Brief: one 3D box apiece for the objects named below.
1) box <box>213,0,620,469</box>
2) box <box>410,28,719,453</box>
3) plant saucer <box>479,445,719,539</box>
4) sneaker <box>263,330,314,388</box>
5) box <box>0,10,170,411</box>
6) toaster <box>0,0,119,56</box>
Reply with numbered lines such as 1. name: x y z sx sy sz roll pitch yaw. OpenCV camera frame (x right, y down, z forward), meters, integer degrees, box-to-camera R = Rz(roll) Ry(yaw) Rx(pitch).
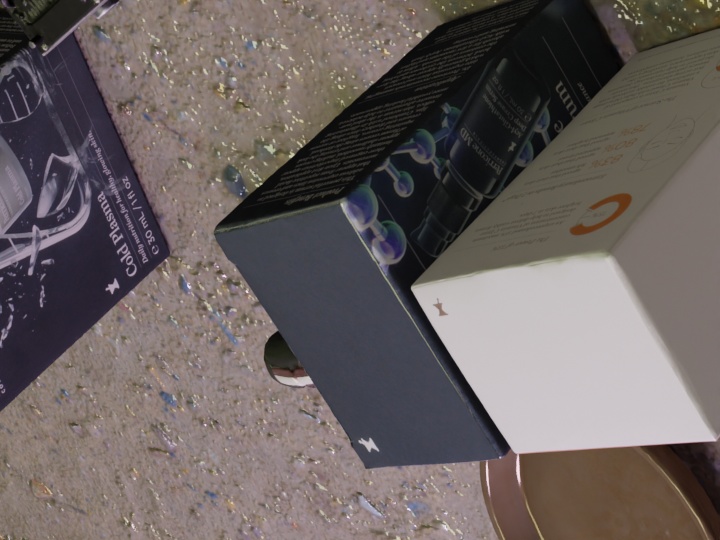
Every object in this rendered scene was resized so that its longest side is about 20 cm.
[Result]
1. box: 0.053 -0.023 0.904 0.107 0.200 0.149 -10 118 51
2. box: 0.140 -0.020 0.816 0.124 0.200 0.098 -11 117 51
3. plant saucer: 0.153 0.160 1.111 0.200 0.029 0.201 34 140 35
4. sneaker: 0.000 0.000 1.110 0.199 0.076 0.116 -15 109 41
5. box: -0.261 -0.040 1.222 0.124 0.197 0.201 10 133 41
6. toaster: -0.167 -0.242 0.984 0.200 0.119 0.181 51 145 -9
